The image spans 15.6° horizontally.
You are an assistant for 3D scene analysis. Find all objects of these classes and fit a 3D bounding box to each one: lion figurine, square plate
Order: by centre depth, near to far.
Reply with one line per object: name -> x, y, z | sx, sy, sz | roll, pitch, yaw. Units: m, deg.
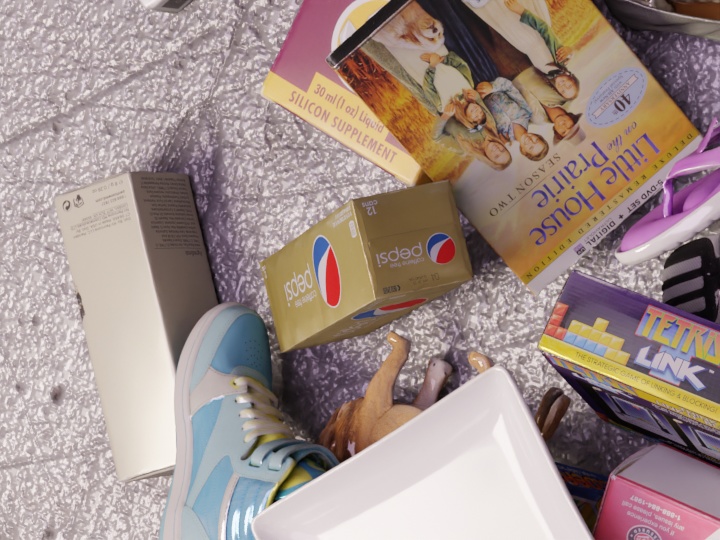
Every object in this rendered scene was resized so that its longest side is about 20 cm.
square plate -> 0.056, 0.188, 1.545 | 0.198, 0.028, 0.201 | -33, 76, 23
lion figurine -> 0.043, 0.112, 1.651 | 0.200, 0.072, 0.123 | 7, 69, 57

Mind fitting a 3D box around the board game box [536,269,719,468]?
board game box -> 0.219, 0.079, 1.531 | 0.199, 0.165, 0.057 | 22, 79, 25

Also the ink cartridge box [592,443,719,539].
ink cartridge box -> 0.199, 0.227, 1.572 | 0.146, 0.083, 0.201 | 23, 111, 21

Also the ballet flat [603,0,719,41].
ballet flat -> 0.232, -0.167, 1.574 | 0.199, 0.064, 0.068 | 9, 71, 28

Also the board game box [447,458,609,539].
board game box -> 0.081, 0.208, 1.623 | 0.200, 0.135, 0.034 | -60, 41, 15

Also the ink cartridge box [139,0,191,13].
ink cartridge box -> -0.110, -0.302, 1.768 | 0.200, 0.044, 0.174 | -39, 73, 22

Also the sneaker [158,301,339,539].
sneaker -> -0.056, 0.107, 1.670 | 0.130, 0.079, 0.201 | -16, 62, 43

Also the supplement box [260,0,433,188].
supplement box -> 0.048, -0.166, 1.654 | 0.131, 0.103, 0.201 | 32, 104, 24

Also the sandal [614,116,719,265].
sandal -> 0.230, -0.076, 1.573 | 0.202, 0.082, 0.050 | -35, 94, 11

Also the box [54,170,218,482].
box -> -0.139, 0.037, 1.767 | 0.068, 0.082, 0.201 | -16, 82, 27

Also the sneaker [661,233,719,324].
sneaker -> 0.277, -0.002, 1.526 | 0.200, 0.115, 0.075 | -13, 74, 55

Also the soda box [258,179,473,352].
soda box -> 0.000, 0.000, 1.638 | 0.200, 0.067, 0.064 | 147, 109, -68

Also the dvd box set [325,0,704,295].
dvd box set -> 0.096, -0.102, 1.587 | 0.146, 0.029, 0.200 | -40, 112, 5
